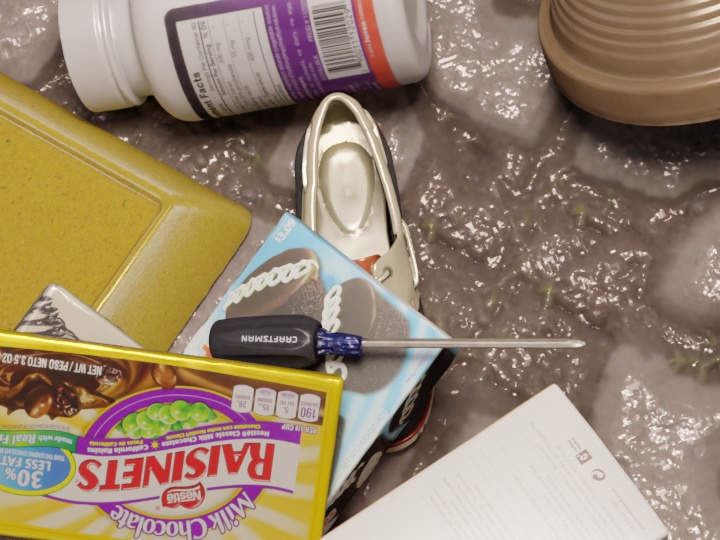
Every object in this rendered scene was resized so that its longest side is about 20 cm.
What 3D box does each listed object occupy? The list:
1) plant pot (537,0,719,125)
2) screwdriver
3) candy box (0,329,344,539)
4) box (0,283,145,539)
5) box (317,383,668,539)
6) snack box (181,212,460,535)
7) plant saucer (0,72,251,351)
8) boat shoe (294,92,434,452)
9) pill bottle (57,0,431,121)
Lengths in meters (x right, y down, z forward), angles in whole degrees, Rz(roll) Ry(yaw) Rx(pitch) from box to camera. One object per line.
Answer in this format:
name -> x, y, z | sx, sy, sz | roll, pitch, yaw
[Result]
plant pot -> 0.186, -0.179, 1.220 | 0.199, 0.093, 0.202 | -17, 39, 14
screwdriver -> 0.016, 0.040, 1.113 | 0.198, 0.028, 0.029 | 4, 53, 20
candy box -> -0.112, 0.091, 1.105 | 0.198, 0.026, 0.103 | 8, 91, -8
box -> -0.189, 0.108, 1.141 | 0.082, 0.068, 0.201 | 36, 84, -7
box -> 0.045, 0.167, 1.101 | 0.199, 0.125, 0.098 | -32, 67, -11
snack box -> -0.052, 0.084, 1.161 | 0.116, 0.037, 0.201 | 37, 92, 19
plant saucer -> -0.195, -0.008, 1.238 | 0.199, 0.049, 0.201 | 28, 70, 16
boat shoe -> 0.000, 0.000, 1.214 | 0.071, 0.063, 0.202 | -6, 67, -1
pill bottle -> -0.066, -0.147, 1.251 | 0.198, 0.112, 0.112 | -8, 65, 11
